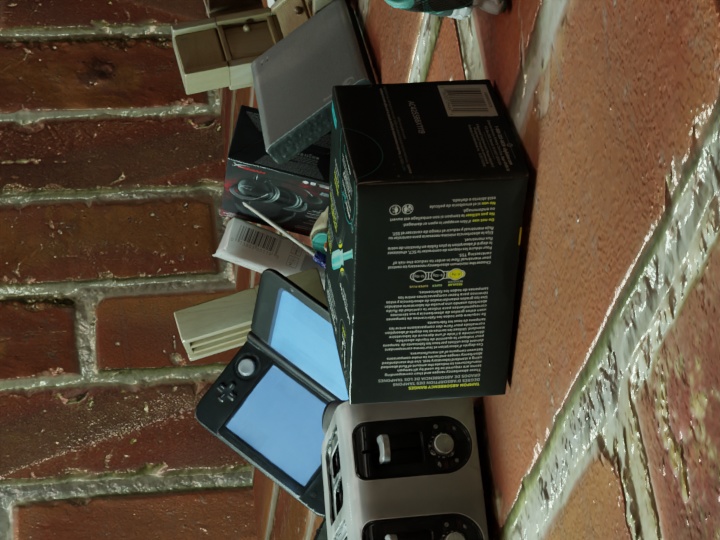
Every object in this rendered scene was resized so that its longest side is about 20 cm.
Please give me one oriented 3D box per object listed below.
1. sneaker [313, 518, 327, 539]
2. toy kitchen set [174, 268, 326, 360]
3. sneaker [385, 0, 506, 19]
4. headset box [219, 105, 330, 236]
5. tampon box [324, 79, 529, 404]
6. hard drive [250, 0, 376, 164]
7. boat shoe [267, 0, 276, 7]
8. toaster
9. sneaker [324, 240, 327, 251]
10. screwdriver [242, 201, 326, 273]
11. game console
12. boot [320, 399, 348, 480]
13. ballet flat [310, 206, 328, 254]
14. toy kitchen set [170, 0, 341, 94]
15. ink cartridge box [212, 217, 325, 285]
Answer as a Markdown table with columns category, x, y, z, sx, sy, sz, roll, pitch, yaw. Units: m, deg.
| category | x | y | z | sx | sy | sz | roll | pitch | yaw |
| --- | --- | --- | --- | --- | --- | --- | --- | --- | --- |
| sneaker | -0.029 | 0.330 | 1.967 | 0.076 | 0.090 | 0.201 | 107 | 160 | -71 |
| toy kitchen set | -0.100 | 0.134 | 1.955 | 0.163 | 0.180 | 0.201 | 91 | 162 | -74 |
| sneaker | 0.051 | -0.232 | 1.270 | 0.200 | 0.091 | 0.078 | -149 | 58 | -80 |
| headset box | -0.087 | -0.110 | 1.983 | 0.200 | 0.148 | 0.077 | 113 | 171 | -68 |
| tampon box | 0.045 | -0.022 | 1.253 | 0.150 | 0.126 | 0.200 | -104 | 13 | -54 |
| hard drive | -0.054 | -0.216 | 1.861 | 0.033 | 0.139 | 0.200 | 46 | -163 | -33 |
| boat shoe | -0.072 | -0.306 | 2.135 | 0.060 | 0.076 | 0.201 | -10 | 99 | 43 |
| toaster | 0.038 | 0.208 | 1.401 | 0.200 | 0.118 | 0.181 | 110 | 156 | -69 |
| sneaker | 0.000 | 0.000 | 1.718 | 0.074 | 0.079 | 0.201 | -108 | 16 | -54 |
| screwdriver | -0.065 | -0.028 | 1.911 | 0.200 | 0.028 | 0.029 | 38 | 165 | 18 |
| game console | -0.067 | 0.131 | 1.737 | 0.176 | 0.200 | 0.116 | -52 | -20 | -8 |
| boot | 0.010 | 0.204 | 1.613 | 0.132 | 0.070 | 0.201 | -39 | 38 | 48 |
| ballet flat | -0.013 | -0.058 | 1.877 | 0.200 | 0.069 | 0.070 | 146 | 121 | -78 |
| toy kitchen set | -0.134 | -0.343 | 1.980 | 0.181 | 0.199 | 0.164 | 93 | 162 | -58 |
| ink cartridge box | -0.103 | -0.015 | 2.110 | 0.200 | 0.161 | 0.050 | -178 | 108 | -82 |
